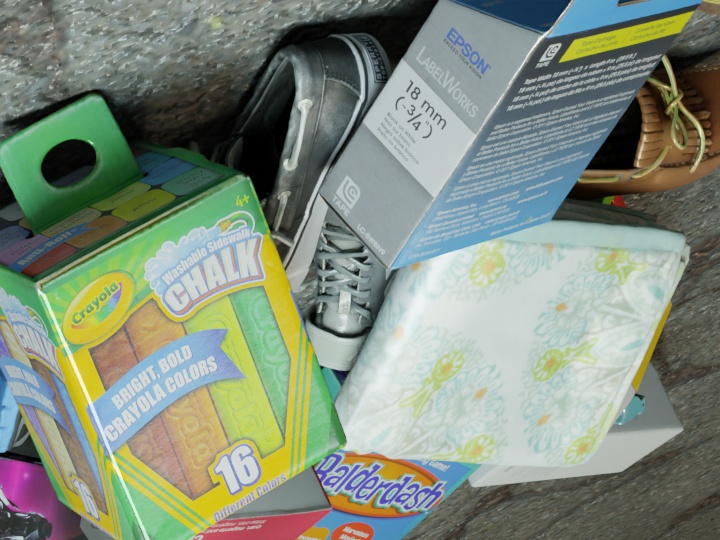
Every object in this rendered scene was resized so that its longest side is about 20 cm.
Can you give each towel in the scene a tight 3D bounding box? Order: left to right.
[{"bbox_3d":[0.091,0.037,1.462,0.199,0.048,0.172,8,115,-39],"label":"towel"}]

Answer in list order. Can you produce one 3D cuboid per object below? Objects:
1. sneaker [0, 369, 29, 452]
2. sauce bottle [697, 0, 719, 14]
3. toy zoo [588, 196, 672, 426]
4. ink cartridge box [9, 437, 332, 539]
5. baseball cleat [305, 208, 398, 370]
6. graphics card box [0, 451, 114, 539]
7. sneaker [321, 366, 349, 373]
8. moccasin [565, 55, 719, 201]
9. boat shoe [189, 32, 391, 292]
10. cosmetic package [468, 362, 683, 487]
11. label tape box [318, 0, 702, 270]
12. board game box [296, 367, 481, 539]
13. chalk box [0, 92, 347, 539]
[{"bbox_3d":[-0.165,0.037,1.365,0.082,0.071,0.200,-6,149,-31],"label":"sneaker"},{"bbox_3d":[0.185,-0.196,1.246,0.064,0.065,0.200,-25,160,-4],"label":"sauce bottle"},{"bbox_3d":[0.143,0.029,1.581,0.132,0.020,0.200,-59,141,-24],"label":"toy zoo"},{"bbox_3d":[-0.151,0.136,1.512,0.200,0.146,0.144,-40,156,31],"label":"ink cartridge box"},{"bbox_3d":[0.000,0.000,1.433,0.069,0.107,0.200,15,165,14],"label":"baseball cleat"},{"bbox_3d":[-0.204,0.166,1.414,0.199,0.126,0.051,9,177,31],"label":"graphics card box"},{"bbox_3d":[-0.044,0.120,1.694,0.077,0.085,0.200,-8,152,-42],"label":"sneaker"},{"bbox_3d":[0.157,-0.087,1.476,0.200,0.074,0.078,-8,162,-20],"label":"moccasin"},{"bbox_3d":[-0.052,-0.044,1.307,0.068,0.074,0.200,-8,150,-35],"label":"boat shoe"},{"bbox_3d":[0.141,0.095,1.841,0.071,0.102,0.200,-39,156,32],"label":"cosmetic package"},{"bbox_3d":[0.085,-0.101,1.254,0.144,0.063,0.200,-17,148,-49],"label":"label tape box"},{"bbox_3d":[-0.038,0.159,1.637,0.200,0.045,0.152,-45,143,16],"label":"board game box"},{"bbox_3d":[-0.112,0.016,1.228,0.124,0.201,0.124,-30,-156,-21],"label":"chalk box"}]
